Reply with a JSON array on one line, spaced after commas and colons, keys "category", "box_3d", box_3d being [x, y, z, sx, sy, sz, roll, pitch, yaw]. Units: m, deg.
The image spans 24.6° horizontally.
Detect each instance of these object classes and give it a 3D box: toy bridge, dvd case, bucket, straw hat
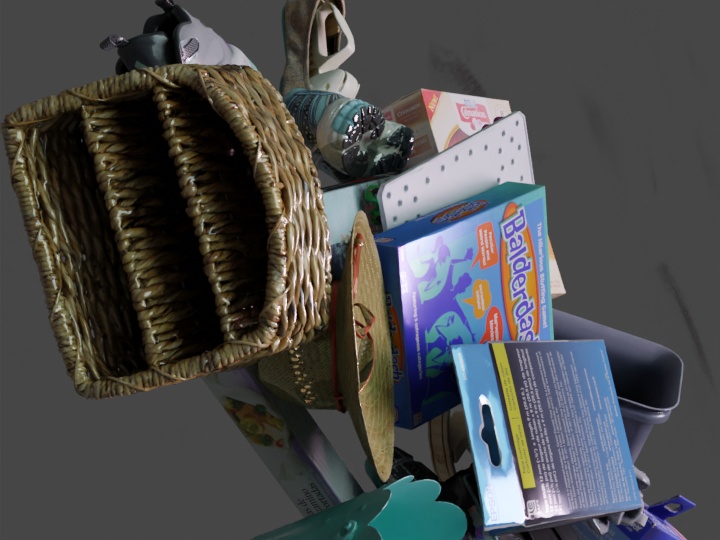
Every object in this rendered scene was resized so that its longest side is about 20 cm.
[{"category": "toy bridge", "box_3d": [0.086, 0.153, 1.504, 0.067, 0.027, 0.201, -47, 135, -52]}, {"category": "dvd case", "box_3d": [0.000, 0.000, 1.332, 0.200, 0.022, 0.147, -20, 107, -69]}, {"category": "bucket", "box_3d": [0.005, 0.258, 1.164, 0.207, 0.134, 0.208, 47, 33, -43]}, {"category": "straw hat", "box_3d": [-0.030, 0.055, 1.181, 0.201, 0.085, 0.202, -5, 90, -83]}]

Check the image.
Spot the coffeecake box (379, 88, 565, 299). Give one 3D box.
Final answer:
[{"category": "coffeecake box", "box_3d": [0.100, -0.061, 1.551, 0.153, 0.073, 0.201, -1, 72, -53]}]

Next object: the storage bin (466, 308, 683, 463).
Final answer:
[{"category": "storage bin", "box_3d": [0.198, 0.137, 1.613, 0.146, 0.199, 0.135, -63, 169, -60]}]

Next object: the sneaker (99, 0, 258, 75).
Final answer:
[{"category": "sneaker", "box_3d": [-0.141, -0.118, 1.210, 0.140, 0.078, 0.200, 44, 30, -39]}]

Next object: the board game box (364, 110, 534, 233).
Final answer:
[{"category": "board game box", "box_3d": [0.086, -0.012, 1.402, 0.200, 0.026, 0.201, -31, 118, -42]}]

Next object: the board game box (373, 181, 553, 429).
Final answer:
[{"category": "board game box", "box_3d": [0.083, 0.024, 1.350, 0.200, 0.045, 0.153, -24, 114, -45]}]

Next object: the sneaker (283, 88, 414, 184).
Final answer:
[{"category": "sneaker", "box_3d": [-0.014, -0.114, 1.421, 0.078, 0.086, 0.200, -62, 161, -7]}]

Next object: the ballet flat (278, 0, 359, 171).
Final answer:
[{"category": "ballet flat", "box_3d": [-0.036, -0.179, 1.491, 0.068, 0.067, 0.201, 40, 38, -51]}]

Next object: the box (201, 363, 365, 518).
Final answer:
[{"category": "box", "box_3d": [-0.055, 0.129, 1.250, 0.200, 0.039, 0.042, 57, 26, -31]}]

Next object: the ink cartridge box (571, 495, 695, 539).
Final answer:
[{"category": "ink cartridge box", "box_3d": [0.238, 0.286, 1.594, 0.076, 0.200, 0.136, 40, 4, 34]}]

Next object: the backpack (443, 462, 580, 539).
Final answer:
[{"category": "backpack", "box_3d": [0.124, 0.278, 1.380, 0.200, 0.153, 0.176, 51, 14, 19]}]

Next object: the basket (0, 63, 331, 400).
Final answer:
[{"category": "basket", "box_3d": [-0.116, -0.031, 1.067, 0.149, 0.142, 0.201, -7, 80, -55]}]

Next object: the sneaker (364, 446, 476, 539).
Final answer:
[{"category": "sneaker", "box_3d": [0.051, 0.229, 1.283, 0.077, 0.080, 0.200, 5, 53, -62]}]

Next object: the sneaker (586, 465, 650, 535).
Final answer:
[{"category": "sneaker", "box_3d": [0.187, 0.159, 1.441, 0.115, 0.075, 0.200, 43, -1, 42]}]

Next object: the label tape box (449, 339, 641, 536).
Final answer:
[{"category": "label tape box", "box_3d": [0.129, 0.132, 1.305, 0.200, 0.066, 0.144, 1, 73, -45]}]
